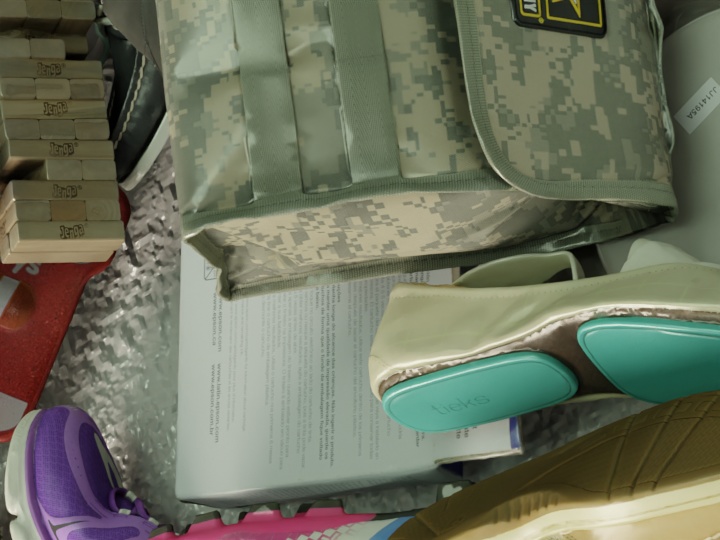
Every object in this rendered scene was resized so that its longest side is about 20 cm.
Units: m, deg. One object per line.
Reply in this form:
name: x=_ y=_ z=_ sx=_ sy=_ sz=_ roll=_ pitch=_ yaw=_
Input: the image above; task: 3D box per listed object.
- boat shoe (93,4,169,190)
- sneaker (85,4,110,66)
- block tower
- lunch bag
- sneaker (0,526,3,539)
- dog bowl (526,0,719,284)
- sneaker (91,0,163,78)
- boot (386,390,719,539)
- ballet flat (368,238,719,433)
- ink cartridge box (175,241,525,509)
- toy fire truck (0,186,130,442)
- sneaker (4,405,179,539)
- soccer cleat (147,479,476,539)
boat shoe: x=-0.102 y=-0.142 z=0.998 sx=0.074 sy=0.060 sz=0.202 roll=11 pitch=82 yaw=68
sneaker: x=-0.232 y=-0.112 z=1.042 sx=0.199 sy=0.140 sz=0.078 roll=-31 pitch=60 yaw=23
block tower: x=-0.159 y=-0.102 z=0.981 sx=0.054 sy=0.057 sz=0.202 roll=143 pitch=123 yaw=-61
lunch bag: x=0.024 y=-0.088 z=0.799 sx=0.198 sy=0.118 sz=0.166 roll=-8 pitch=73 yaw=4
sneaker: x=-0.253 y=0.156 z=1.043 sx=0.198 sy=0.077 sz=0.089 roll=-17 pitch=56 yaw=24
dog bowl: x=0.164 y=-0.035 z=0.812 sx=0.198 sy=0.059 sz=0.202 roll=-9 pitch=73 yaw=31
sneaker: x=-0.087 y=-0.131 z=0.930 sx=0.090 sy=0.076 sz=0.202 roll=-20 pitch=70 yaw=22
boot: x=0.113 y=0.139 z=0.750 sx=0.199 sy=0.073 sz=0.156 roll=-26 pitch=99 yaw=34
ballet flat: x=0.091 y=0.019 z=0.777 sx=0.198 sy=0.069 sz=0.070 roll=-7 pitch=74 yaw=31
ink cartridge box: x=0.000 y=0.000 z=0.913 sx=0.199 sy=0.040 sz=0.202 roll=-11 pitch=72 yaw=38
toy fire truck: x=-0.233 y=-0.003 z=1.002 sx=0.198 sy=0.112 sz=0.169 roll=24 pitch=80 yaw=-6
sneaker: x=-0.093 y=0.143 z=0.933 sx=0.083 sy=0.080 sz=0.201 roll=-38 pitch=69 yaw=17
soccer cleat: x=-0.003 y=0.138 z=0.847 sx=0.198 sy=0.070 sz=0.087 roll=-8 pitch=81 yaw=11
